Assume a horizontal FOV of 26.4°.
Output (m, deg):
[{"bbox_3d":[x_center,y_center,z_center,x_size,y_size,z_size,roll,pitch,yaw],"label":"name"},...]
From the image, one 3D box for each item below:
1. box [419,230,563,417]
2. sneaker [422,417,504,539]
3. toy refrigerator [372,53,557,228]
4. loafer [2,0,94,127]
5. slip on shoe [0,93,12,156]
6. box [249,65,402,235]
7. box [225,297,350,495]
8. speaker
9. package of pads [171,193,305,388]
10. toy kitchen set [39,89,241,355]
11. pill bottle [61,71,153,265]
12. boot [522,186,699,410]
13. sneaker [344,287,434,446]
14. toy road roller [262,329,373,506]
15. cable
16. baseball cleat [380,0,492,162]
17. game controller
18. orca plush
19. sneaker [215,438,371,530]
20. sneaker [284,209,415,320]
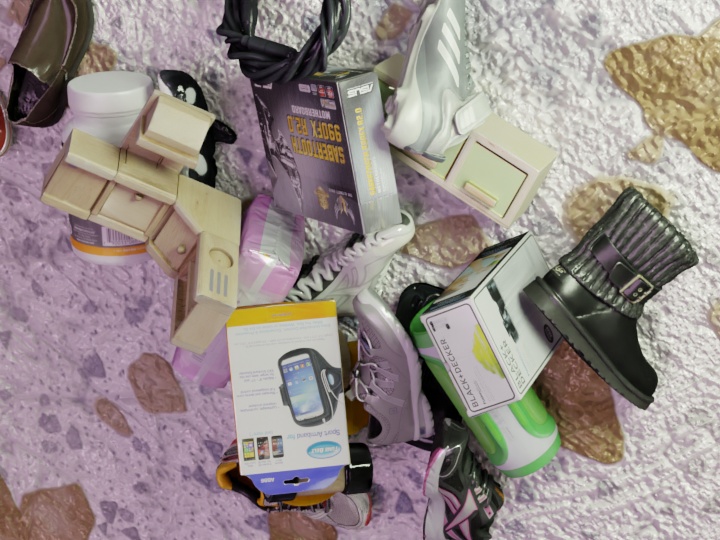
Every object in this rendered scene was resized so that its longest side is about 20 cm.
[{"bbox_3d":[0.142,0.051,1.545,0.060,0.200,0.117,-21,99,30],"label":"box"},{"bbox_3d":[0.117,0.234,1.698,0.086,0.080,0.200,8,144,9],"label":"sneaker"},{"bbox_3d":[0.092,-0.133,1.571,0.200,0.070,0.076,34,121,9],"label":"toy refrigerator"},{"bbox_3d":[-0.357,-0.244,1.742,0.073,0.071,0.200,25,120,15],"label":"loafer"},{"bbox_3d":[-0.479,-0.221,1.818,0.074,0.061,0.200,-20,102,29],"label":"slip on shoe"},{"bbox_3d":[-0.039,-0.131,1.588,0.200,0.048,0.159,21,125,58],"label":"box"},{"bbox_3d":[-0.077,0.134,1.631,0.119,0.041,0.201,-5,95,-4],"label":"box"},{"bbox_3d":[0.133,0.122,1.629,0.088,0.088,0.200,-22,112,31],"label":"speaker"},{"bbox_3d":[-0.133,0.025,1.709,0.076,0.121,0.200,27,123,-11],"label":"package of pads"},{"bbox_3d":[-0.210,-0.060,1.578,0.200,0.181,0.163,23,127,-21],"label":"toy kitchen set"},{"bbox_3d":[-0.275,-0.115,1.730,0.116,0.116,0.200,9,114,23],"label":"pill bottle"},{"bbox_3d":[0.278,0.033,1.544,0.158,0.079,0.211,-42,123,3],"label":"boot"},{"bbox_3d":[0.020,0.111,1.627,0.082,0.075,0.200,-22,120,-8],"label":"sneaker"},{"bbox_3d":[-0.068,0.165,1.734,0.146,0.123,0.201,-170,77,-70],"label":"toy road roller"},{"bbox_3d":[-0.079,-0.266,1.550,0.163,0.051,0.200,-43,49,20],"label":"cable"},{"bbox_3d":[0.088,-0.201,1.516,0.106,0.070,0.200,23,77,-12],"label":"baseball cleat"},{"bbox_3d":[0.075,0.111,1.705,0.104,0.042,0.200,16,118,3],"label":"game controller"},{"bbox_3d":[-0.169,-0.131,1.701,0.071,0.105,0.200,-12,104,-3],"label":"orca plush"},{"bbox_3d":[-0.080,0.263,1.812,0.200,0.082,0.078,17,117,18],"label":"sneaker"},{"bbox_3d":[0.000,0.000,1.674,0.081,0.075,0.200,46,134,-9],"label":"sneaker"}]
